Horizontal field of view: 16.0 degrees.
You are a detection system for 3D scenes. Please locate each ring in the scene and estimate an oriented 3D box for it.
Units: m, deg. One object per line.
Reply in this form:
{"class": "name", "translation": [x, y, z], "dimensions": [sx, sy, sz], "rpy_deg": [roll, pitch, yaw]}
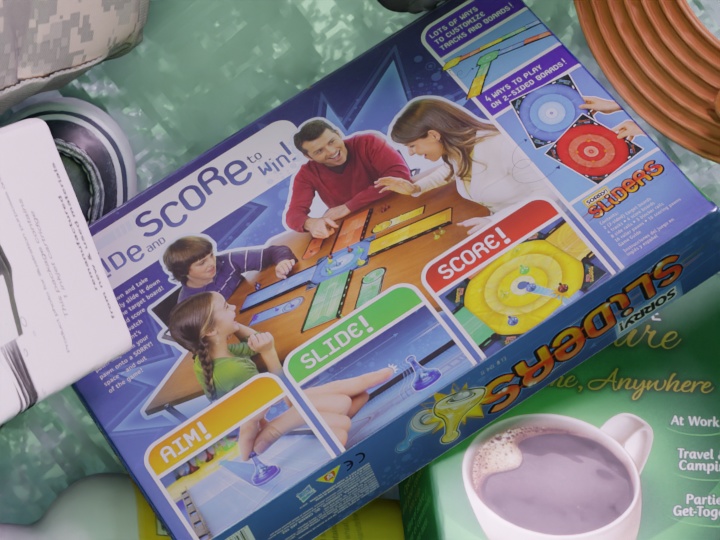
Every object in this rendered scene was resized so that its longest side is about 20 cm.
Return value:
{"class": "ring", "translation": [0.158, -0.124, 0.824], "dimensions": [0.200, 0.019, 0.201], "rpy_deg": [-11, 66, 25]}

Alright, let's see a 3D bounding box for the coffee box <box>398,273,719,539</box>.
{"class": "coffee box", "translation": [0.077, 0.088, 0.833], "dimensions": [0.123, 0.200, 0.044], "rpy_deg": [1, 143, -13]}

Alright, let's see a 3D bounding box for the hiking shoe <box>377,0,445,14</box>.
{"class": "hiking shoe", "translation": [-0.037, -0.169, 0.870], "dimensions": [0.101, 0.076, 0.200], "rpy_deg": [-26, 94, 23]}

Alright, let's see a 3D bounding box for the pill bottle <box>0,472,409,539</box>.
{"class": "pill bottle", "translation": [-0.052, 0.127, 0.864], "dimensions": [0.200, 0.112, 0.112], "rpy_deg": [6, 99, -13]}

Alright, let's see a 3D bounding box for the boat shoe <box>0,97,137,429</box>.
{"class": "boat shoe", "translation": [-0.145, 0.033, 0.886], "dimensions": [0.071, 0.091, 0.200], "rpy_deg": [33, 99, -2]}

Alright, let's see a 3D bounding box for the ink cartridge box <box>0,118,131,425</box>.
{"class": "ink cartridge box", "translation": [-0.173, 0.028, 0.730], "dimensions": [0.146, 0.200, 0.084], "rpy_deg": [-20, 95, 18]}

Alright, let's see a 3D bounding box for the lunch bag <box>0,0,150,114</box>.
{"class": "lunch bag", "translation": [-0.163, -0.133, 0.811], "dimensions": [0.117, 0.164, 0.200], "rpy_deg": [-24, 93, 29]}

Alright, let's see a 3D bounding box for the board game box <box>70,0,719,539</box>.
{"class": "board game box", "translation": [0.000, 0.000, 0.839], "dimensions": [0.200, 0.034, 0.135], "rpy_deg": [-32, 54, -7]}
